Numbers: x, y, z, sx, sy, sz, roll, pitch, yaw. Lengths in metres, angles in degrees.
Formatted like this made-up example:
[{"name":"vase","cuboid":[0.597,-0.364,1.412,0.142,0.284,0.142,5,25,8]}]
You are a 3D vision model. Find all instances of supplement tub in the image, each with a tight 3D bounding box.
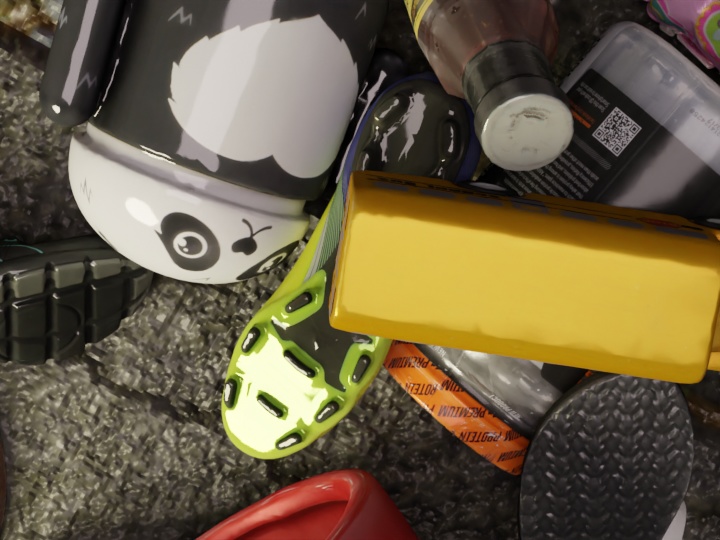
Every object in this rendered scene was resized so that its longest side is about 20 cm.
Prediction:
[{"name":"supplement tub","cuboid":[0.104,-0.008,1.047,0.123,0.123,0.200,41,96,-7]}]

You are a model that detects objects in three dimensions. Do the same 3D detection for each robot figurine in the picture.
[{"name":"robot figurine","cuboid":[-0.060,-0.092,1.028,0.150,0.125,0.200,21,98,4]}]

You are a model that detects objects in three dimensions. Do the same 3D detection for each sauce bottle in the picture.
[{"name":"sauce bottle","cuboid":[0.054,-0.120,0.989,0.066,0.200,0.066,-7,128,-9]}]

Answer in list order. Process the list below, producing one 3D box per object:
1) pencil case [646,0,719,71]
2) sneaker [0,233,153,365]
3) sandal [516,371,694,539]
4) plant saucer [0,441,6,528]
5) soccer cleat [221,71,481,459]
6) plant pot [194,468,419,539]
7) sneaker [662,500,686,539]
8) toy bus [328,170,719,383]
[{"name":"pencil case","cuboid":[0.223,-0.094,1.057,0.200,0.087,0.087,44,96,-7]},{"name":"sneaker","cuboid":[-0.200,0.005,1.066,0.200,0.079,0.075,-12,141,-19]},{"name":"sandal","cuboid":[0.106,0.123,1.033,0.075,0.048,0.201,8,119,-2]},{"name":"plant saucer","cuboid":[-0.279,0.109,1.105,0.200,0.032,0.201,0,99,-2]},{"name":"soccer cleat","cuboid":[0.001,0.000,1.028,0.065,0.084,0.200,30,103,8]},{"name":"plant pot","cuboid":[-0.031,0.218,0.993,0.200,0.200,0.183,-31,99,4]},{"name":"sneaker","cuboid":[0.064,0.167,1.100,0.116,0.074,0.200,36,98,-10]},{"name":"toy bus","cuboid":[0.089,0.004,0.947,0.200,0.078,0.065,9,100,-3]}]
